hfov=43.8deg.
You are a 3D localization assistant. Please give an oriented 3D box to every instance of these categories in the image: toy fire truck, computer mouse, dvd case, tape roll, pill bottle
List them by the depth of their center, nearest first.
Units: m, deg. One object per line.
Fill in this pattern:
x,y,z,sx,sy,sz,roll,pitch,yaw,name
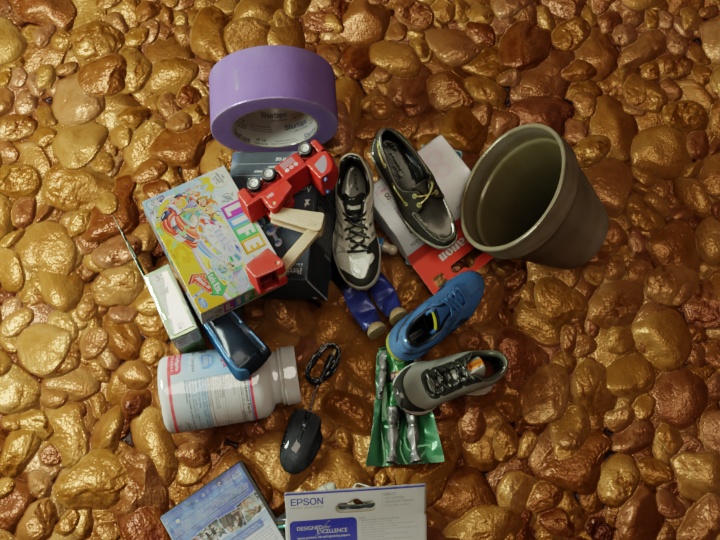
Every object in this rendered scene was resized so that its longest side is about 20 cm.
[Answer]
-0.096,-0.078,1.235,0.198,0.049,0.141,-35,65,-14,toy fire truck
-0.176,0.397,1.277,0.141,0.018,0.202,-32,77,-11,dvd case
-0.187,0.165,1.296,0.195,0.109,0.111,-9,74,-6,pill bottle
-0.072,0.201,1.329,0.057,0.034,0.204,16,74,3,computer mouse
-0.133,-0.255,1.370,0.195,0.200,0.087,-4,74,-4,tape roll

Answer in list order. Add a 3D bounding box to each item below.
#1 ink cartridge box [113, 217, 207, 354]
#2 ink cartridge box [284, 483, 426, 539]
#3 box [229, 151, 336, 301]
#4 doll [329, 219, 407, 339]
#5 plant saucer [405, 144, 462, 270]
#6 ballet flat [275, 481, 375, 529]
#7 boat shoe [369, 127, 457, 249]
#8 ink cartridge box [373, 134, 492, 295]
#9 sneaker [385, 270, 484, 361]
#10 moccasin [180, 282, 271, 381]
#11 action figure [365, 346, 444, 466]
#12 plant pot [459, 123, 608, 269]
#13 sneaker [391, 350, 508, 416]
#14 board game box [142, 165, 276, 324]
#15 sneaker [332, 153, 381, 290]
-0.290,0.022,1.313,0.047,0.146,0.203,-24,76,-10,ink cartridge box
-0.005,0.382,1.227,0.192,0.047,0.205,-2,102,-4,ink cartridge box
-0.121,-0.067,1.347,0.145,0.107,0.205,0,73,16,box
0.000,0.000,1.377,0.135,0.049,0.202,-30,68,-3,doll
0.118,-0.100,1.432,0.068,0.019,0.205,9,73,1,plant saucer
-0.022,0.337,1.276,0.195,0.073,0.075,4,74,-5,ballet flat
0.081,-0.123,1.350,0.071,0.061,0.203,-33,82,-11,boat shoe
0.122,-0.085,1.395,0.161,0.057,0.201,-35,74,-11,ink cartridge box
0.124,0.064,1.324,0.199,0.078,0.066,-37,89,-26,sneaker
-0.192,0.067,1.268,0.067,0.081,0.201,-30,66,-14,moccasin
0.060,0.183,1.333,0.115,0.055,0.205,-3,70,0,action figure
0.275,-0.088,1.343,0.172,0.198,0.204,28,70,-34,plant pot
0.130,0.152,1.295,0.197,0.079,0.075,-12,71,-32,sneaker
-0.206,-0.040,1.262,0.132,0.034,0.202,-26,65,-17,board game box
-0.012,-0.075,1.328,0.074,0.088,0.205,-7,78,4,sneaker
